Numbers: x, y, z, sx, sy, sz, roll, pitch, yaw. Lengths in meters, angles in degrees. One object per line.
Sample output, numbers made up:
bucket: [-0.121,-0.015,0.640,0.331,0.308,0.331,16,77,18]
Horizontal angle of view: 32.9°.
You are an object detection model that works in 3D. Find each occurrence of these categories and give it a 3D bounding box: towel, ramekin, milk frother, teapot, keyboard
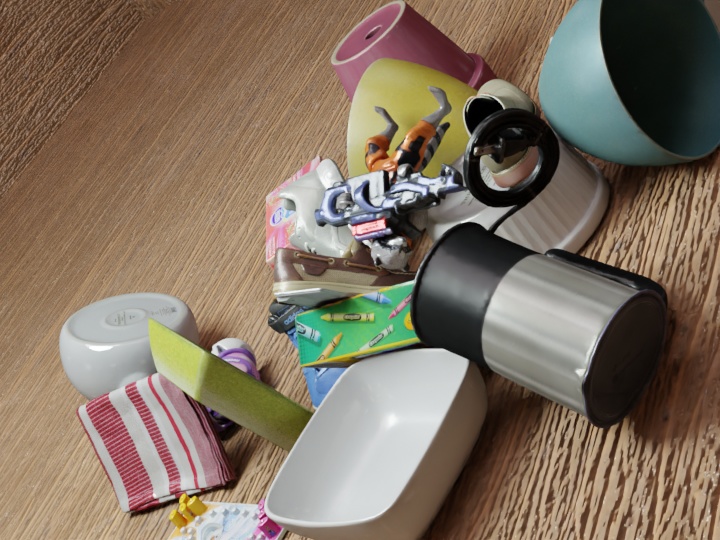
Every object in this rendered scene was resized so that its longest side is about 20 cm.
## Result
towel: [-0.241,0.198,1.403,0.199,0.145,0.023,-23,3,38]
ramekin: [0.157,-0.072,1.299,0.202,0.094,0.203,-33,26,18]
milk frother: [0.159,-0.008,1.012,0.187,0.201,0.180,23,49,38]
teapot: [-0.303,0.126,1.624,0.196,0.147,0.200,8,27,28]
keyboard: [-0.014,0.033,1.261,0.056,0.200,0.011,-13,78,27]

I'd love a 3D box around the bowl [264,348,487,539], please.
bowl: [0.023,0.172,1.123,0.199,0.075,0.200,-9,40,50]

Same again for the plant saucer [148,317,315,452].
plant saucer: [-0.127,0.132,1.282,0.048,0.199,0.199,-60,26,-6]

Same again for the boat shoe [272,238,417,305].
boat shoe: [0.000,0.000,1.315,0.072,0.198,0.073,151,117,-69]

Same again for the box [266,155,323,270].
box: [-0.060,-0.053,1.597,0.102,0.095,0.200,-36,25,15]

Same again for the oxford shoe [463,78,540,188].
oxford shoe: [0.143,-0.164,1.266,0.071,0.074,0.200,-34,25,16]

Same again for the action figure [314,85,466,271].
action figure: [0.057,-0.091,1.281,0.199,0.104,0.195,-1,69,44]

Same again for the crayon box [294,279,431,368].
crayon box: [0.043,0.055,1.225,0.199,0.118,0.059,-17,75,44]

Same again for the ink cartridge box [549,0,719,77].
ink cartridge box: [0.311,-0.245,1.366,0.199,0.084,0.146,-27,28,31]

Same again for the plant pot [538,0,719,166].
plant pot: [0.259,-0.191,1.224,0.134,0.200,0.201,-19,32,51]

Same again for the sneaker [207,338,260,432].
sneaker: [-0.194,0.171,1.459,0.200,0.081,0.088,-45,32,-7]

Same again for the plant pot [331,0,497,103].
plant pot: [0.063,-0.255,1.646,0.199,0.179,0.201,-35,25,18]

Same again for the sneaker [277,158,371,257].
sneaker: [-0.032,-0.030,1.439,0.091,0.076,0.201,-26,66,0]

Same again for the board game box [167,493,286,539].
board game box: [-0.178,0.317,1.246,0.199,0.026,0.201,-11,39,50]

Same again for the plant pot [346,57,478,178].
plant pot: [0.091,-0.152,1.456,0.141,0.201,0.201,5,46,26]

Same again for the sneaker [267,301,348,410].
sneaker: [-0.055,0.077,1.353,0.077,0.111,0.200,-36,25,13]
